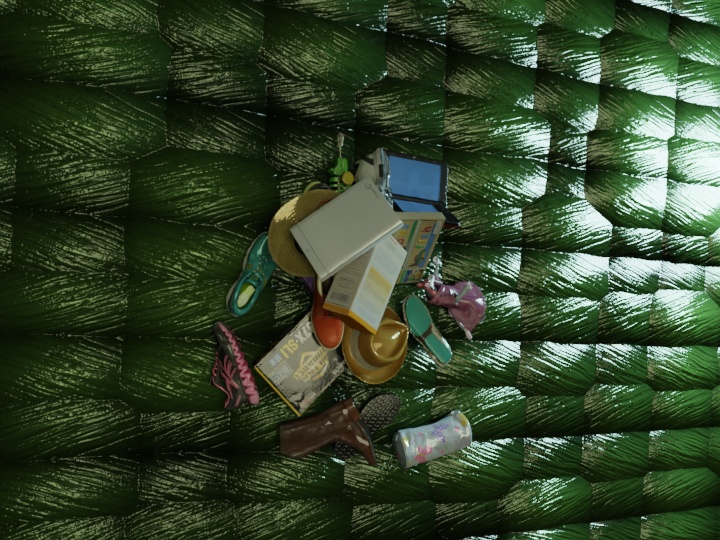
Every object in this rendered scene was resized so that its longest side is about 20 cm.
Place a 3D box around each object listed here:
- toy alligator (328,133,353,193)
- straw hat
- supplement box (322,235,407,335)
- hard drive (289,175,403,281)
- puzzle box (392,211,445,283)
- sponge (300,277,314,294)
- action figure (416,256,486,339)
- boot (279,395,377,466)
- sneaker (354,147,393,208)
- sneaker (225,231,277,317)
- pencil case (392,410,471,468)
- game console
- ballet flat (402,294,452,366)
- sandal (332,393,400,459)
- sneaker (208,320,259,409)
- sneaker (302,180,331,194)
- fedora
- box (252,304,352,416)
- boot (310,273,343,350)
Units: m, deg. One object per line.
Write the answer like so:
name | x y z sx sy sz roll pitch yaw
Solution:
toy alligator | -0.052 -0.217 1.263 0.053 0.059 0.204 -12 95 -24
straw hat | -0.093 -0.067 1.167 0.197 0.085 0.205 -3 71 9
supplement box | 0.012 0.017 1.147 0.126 0.073 0.202 42 66 -51
hard drive | -0.030 -0.087 1.101 0.199 0.027 0.133 -34 69 -2
puzzle box | 0.109 -0.050 1.274 0.131 0.026 0.202 -3 132 -22
sponge | -0.051 -0.026 1.282 0.199 0.030 0.112 -39 104 -16
action figure | 0.215 0.065 1.347 0.197 0.134 0.151 15 112 -28
boot | -0.076 0.403 1.245 0.198 0.064 0.189 -24 99 -1
sneaker | 0.027 -0.189 1.239 0.074 0.079 0.202 51 30 -45
sneaker | -0.229 0.011 1.193 0.077 0.079 0.203 26 81 -18
pencil case | 0.179 0.417 1.340 0.197 0.083 0.092 -14 101 -18
game console | 0.142 -0.198 1.310 0.197 0.173 0.120 6 115 -19
ballet flat | 0.154 0.151 1.340 0.075 0.064 0.202 -33 99 -18
sandal | 0.011 0.364 1.305 0.200 0.048 0.076 -42 102 -1
sneaker | -0.293 0.213 1.181 0.094 0.079 0.203 -21 96 -7
sneaker | -0.123 -0.115 1.229 0.073 0.081 0.203 23 83 -18
fedora | 0.051 0.165 1.264 0.198 0.081 0.204 11 71 -34
box | -0.125 0.204 1.249 0.200 0.049 0.160 -43 102 -14
boot | -0.072 0.081 1.182 0.074 0.107 0.204 -5 96 -7
